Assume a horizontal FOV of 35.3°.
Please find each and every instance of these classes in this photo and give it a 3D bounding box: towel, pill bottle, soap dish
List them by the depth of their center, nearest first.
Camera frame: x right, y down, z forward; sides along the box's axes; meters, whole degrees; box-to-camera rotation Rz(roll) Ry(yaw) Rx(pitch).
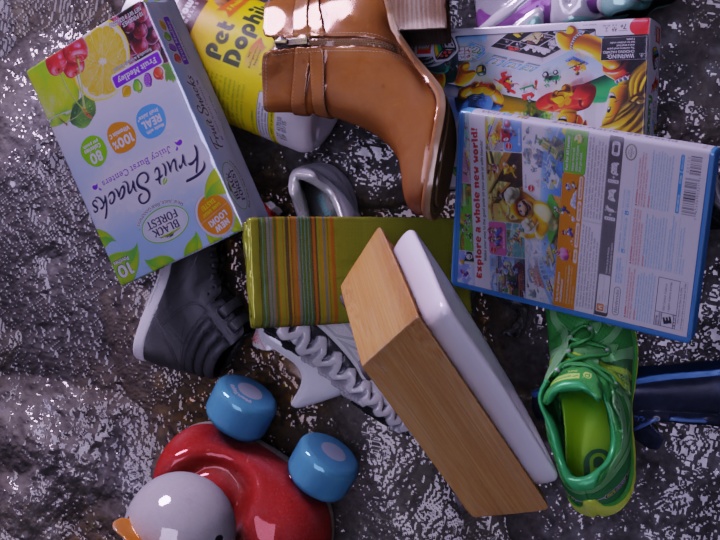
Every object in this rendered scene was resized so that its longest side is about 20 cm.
[{"bbox_3d":[0.064,0.081,0.873,0.081,0.158,0.201,-32,116,7],"label":"soap dish"},{"bbox_3d":[0.000,0.000,0.926,0.196,0.018,0.088,-1,87,-23],"label":"towel"},{"bbox_3d":[-0.113,-0.188,1.002,0.197,0.109,0.111,22,97,13],"label":"pill bottle"}]

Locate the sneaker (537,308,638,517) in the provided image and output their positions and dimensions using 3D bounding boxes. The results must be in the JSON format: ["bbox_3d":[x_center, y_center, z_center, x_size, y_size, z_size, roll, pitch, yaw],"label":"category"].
[{"bbox_3d":[0.177,0.084,0.874,0.073,0.084,0.204,-12,64,20],"label":"sneaker"}]

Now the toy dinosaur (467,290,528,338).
[{"bbox_3d":[0.114,0.009,0.984,0.196,0.047,0.090,11,88,11],"label":"toy dinosaur"}]

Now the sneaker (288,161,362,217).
[{"bbox_3d":[-0.009,-0.005,0.997,0.070,0.080,0.202,-34,85,11],"label":"sneaker"}]

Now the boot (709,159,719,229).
[{"bbox_3d":[0.264,-0.066,0.878,0.196,0.168,0.078,5,92,14],"label":"boot"}]

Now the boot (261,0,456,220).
[{"bbox_3d":[-0.005,-0.134,0.883,0.152,0.077,0.204,-4,82,10],"label":"boot"}]

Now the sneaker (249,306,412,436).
[{"bbox_3d":[0.001,0.068,0.957,0.200,0.075,0.081,43,79,-23],"label":"sneaker"}]

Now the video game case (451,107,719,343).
[{"bbox_3d":[0.161,-0.037,0.849,0.197,0.018,0.146,14,115,29],"label":"video game case"}]

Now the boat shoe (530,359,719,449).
[{"bbox_3d":[0.241,0.117,0.934,0.196,0.084,0.070,-6,93,17],"label":"boat shoe"}]

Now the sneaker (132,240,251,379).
[{"bbox_3d":[-0.132,0.007,1.036,0.098,0.071,0.203,23,103,11],"label":"sneaker"}]

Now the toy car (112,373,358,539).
[{"bbox_3d":[-0.126,0.222,0.956,0.175,0.200,0.186,33,110,11],"label":"toy car"}]

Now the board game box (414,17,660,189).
[{"bbox_3d":[0.133,-0.127,0.892,0.197,0.034,0.129,3,91,30],"label":"board game box"}]

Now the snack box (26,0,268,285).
[{"bbox_3d":[-0.182,-0.108,0.961,0.141,0.053,0.203,-21,95,28],"label":"snack box"}]

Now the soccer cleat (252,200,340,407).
[{"bbox_3d":[-0.071,0.027,1.018,0.084,0.069,0.202,-29,89,1],"label":"soccer cleat"}]

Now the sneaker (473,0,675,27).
[{"bbox_3d":[0.178,-0.269,0.941,0.197,0.078,0.142,-17,88,14],"label":"sneaker"}]

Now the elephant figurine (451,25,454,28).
[{"bbox_3d":[-0.032,-0.272,0.976,0.153,0.141,0.204,-4,106,40],"label":"elephant figurine"}]
